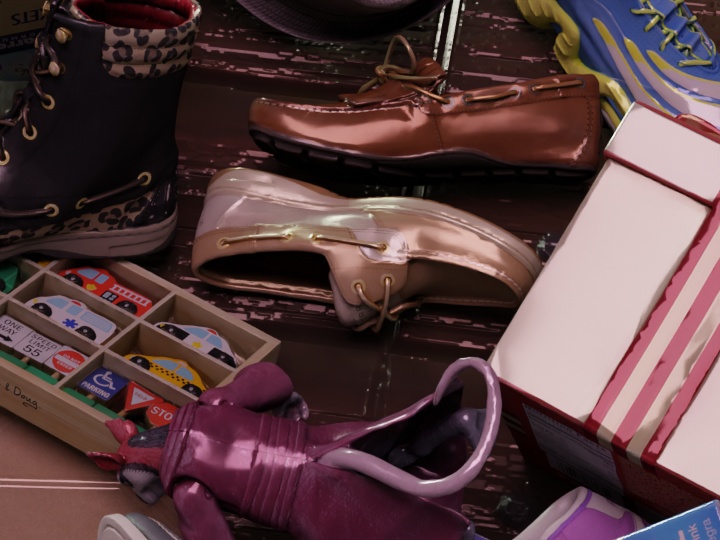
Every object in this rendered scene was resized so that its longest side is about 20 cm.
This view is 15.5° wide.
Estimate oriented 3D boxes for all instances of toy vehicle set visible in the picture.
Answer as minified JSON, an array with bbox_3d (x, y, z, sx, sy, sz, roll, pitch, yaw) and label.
[{"bbox_3d":[-0.160,0.033,1.432,0.199,0.027,0.124,27,38,17],"label":"toy vehicle set"}]

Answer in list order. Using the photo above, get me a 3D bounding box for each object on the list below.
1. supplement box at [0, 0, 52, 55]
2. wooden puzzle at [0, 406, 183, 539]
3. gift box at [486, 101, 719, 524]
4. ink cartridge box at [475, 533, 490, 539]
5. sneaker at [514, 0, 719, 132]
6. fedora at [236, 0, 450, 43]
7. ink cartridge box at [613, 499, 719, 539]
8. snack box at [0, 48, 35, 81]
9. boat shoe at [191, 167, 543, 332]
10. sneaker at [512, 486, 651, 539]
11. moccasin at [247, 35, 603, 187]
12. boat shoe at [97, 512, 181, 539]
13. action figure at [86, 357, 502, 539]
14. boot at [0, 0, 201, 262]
[{"bbox_3d":[-0.221,-0.255,1.462,0.134,0.200,0.201,-12,58,-3],"label":"supplement box"},{"bbox_3d":[-0.178,0.167,1.378,0.185,0.037,0.200,-40,69,-21],"label":"wooden puzzle"},{"bbox_3d":[0.179,0.034,1.361,0.184,0.200,0.187,29,79,15],"label":"gift box"},{"bbox_3d":[0.011,0.219,1.332,0.099,0.039,0.200,24,64,18],"label":"ink cartridge box"},{"bbox_3d":[0.156,-0.140,1.508,0.076,0.105,0.200,-38,63,-19],"label":"sneaker"},{"bbox_3d":[-0.013,-0.221,1.517,0.177,0.090,0.200,-40,106,1],"label":"fedora"},{"bbox_3d":[0.100,0.186,1.175,0.199,0.145,0.084,-24,67,17],"label":"ink cartridge box"},{"bbox_3d":[-0.186,-0.211,1.590,0.168,0.068,0.201,0,59,3],"label":"snack box"},{"bbox_3d":[0.000,0.000,1.453,0.199,0.074,0.069,11,61,20],"label":"boat shoe"},{"bbox_3d":[0.096,0.199,1.296,0.114,0.073,0.201,38,49,-20],"label":"sneaker"},{"bbox_3d":[0.037,-0.089,1.492,0.200,0.074,0.078,-1,83,3],"label":"moccasin"},{"bbox_3d":[-0.055,0.185,1.262,0.062,0.073,0.200,-20,50,-33],"label":"boat shoe"},{"bbox_3d":[-0.038,0.106,1.304,0.199,0.149,0.135,10,69,-1],"label":"action figure"},{"bbox_3d":[-0.185,-0.081,1.421,0.203,0.154,0.074,-1,37,-22],"label":"boot"}]
